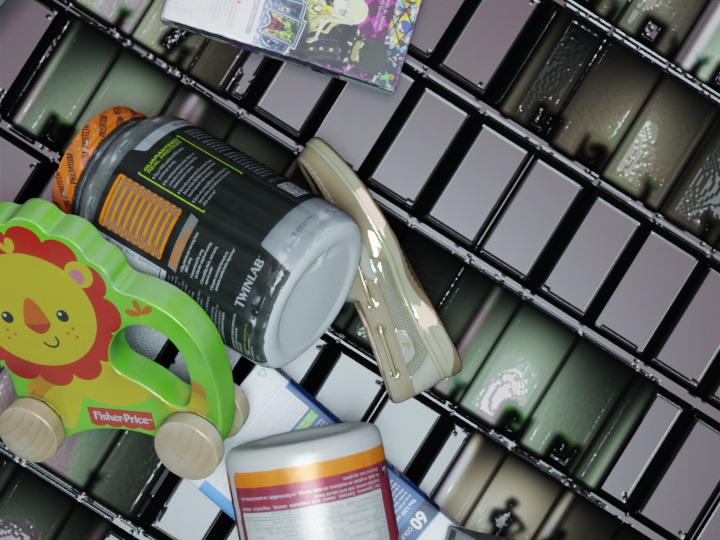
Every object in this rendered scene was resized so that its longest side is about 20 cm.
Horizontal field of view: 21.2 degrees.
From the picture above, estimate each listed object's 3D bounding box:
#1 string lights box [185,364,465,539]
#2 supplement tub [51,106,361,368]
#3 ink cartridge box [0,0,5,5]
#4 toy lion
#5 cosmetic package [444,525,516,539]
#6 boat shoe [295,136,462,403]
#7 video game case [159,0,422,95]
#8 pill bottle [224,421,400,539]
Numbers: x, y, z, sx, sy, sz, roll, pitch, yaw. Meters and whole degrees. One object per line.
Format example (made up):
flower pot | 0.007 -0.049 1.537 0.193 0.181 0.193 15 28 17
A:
string lights box | -0.027 0.165 1.388 0.200 0.059 0.103 41 89 0
supplement tub | -0.109 -0.029 1.340 0.200 0.123 0.123 31 88 21
ink cartridge box | -0.339 -0.194 1.383 0.115 0.068 0.200 42 88 0
toy lion | -0.188 0.041 1.310 0.199 0.069 0.192 4 124 21
cosmetic package | 0.148 0.253 1.350 0.200 0.090 0.107 13 91 -24
boat shoe | 0.000 0.000 1.388 0.065 0.072 0.200 -29 95 -3
video game case | -0.032 -0.249 1.408 0.181 0.036 0.200 16 89 -1
pill bottle | -0.023 0.210 1.304 0.109 0.110 0.201 -10 91 -2
